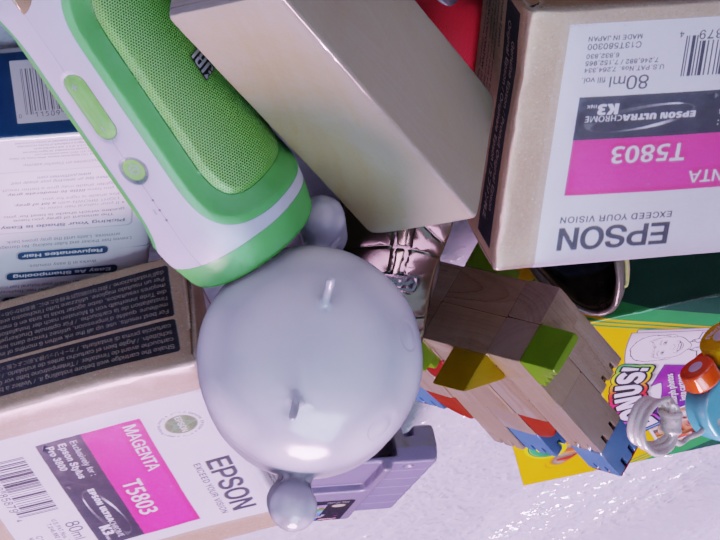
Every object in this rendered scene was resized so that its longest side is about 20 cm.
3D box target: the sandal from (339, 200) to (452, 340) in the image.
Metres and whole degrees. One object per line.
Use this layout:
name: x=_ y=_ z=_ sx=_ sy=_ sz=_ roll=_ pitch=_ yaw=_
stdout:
sandal: x=0.000 y=0.000 z=1.537 sx=0.081 sy=0.055 sz=0.201 roll=8 pitch=129 yaw=-11

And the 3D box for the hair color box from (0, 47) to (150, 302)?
hair color box: x=-0.166 y=-0.041 z=1.526 sx=0.100 sy=0.061 sz=0.200 roll=-5 pitch=148 yaw=-10

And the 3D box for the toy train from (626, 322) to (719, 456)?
toy train: x=0.203 y=0.011 z=1.640 sx=0.150 sy=0.201 sz=0.056 roll=11 pitch=180 yaw=-33

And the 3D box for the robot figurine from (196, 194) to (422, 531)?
robot figurine: x=-0.027 y=0.049 z=1.425 sx=0.112 sy=0.170 sz=0.200 roll=3 pitch=173 yaw=-2

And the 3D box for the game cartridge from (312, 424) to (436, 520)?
game cartridge: x=-0.060 y=0.140 z=1.852 sx=0.199 sy=0.039 sz=0.130 roll=-3 pitch=157 yaw=-15

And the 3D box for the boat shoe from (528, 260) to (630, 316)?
boat shoe: x=0.110 y=-0.044 z=1.604 sx=0.072 sy=0.060 sz=0.202 roll=-19 pitch=145 yaw=13

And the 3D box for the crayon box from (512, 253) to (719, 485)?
crayon box: x=0.171 y=0.056 z=1.790 sx=0.172 sy=0.058 sz=0.200 roll=-13 pitch=148 yaw=4

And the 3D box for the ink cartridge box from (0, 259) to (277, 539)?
ink cartridge box: x=-0.145 y=0.090 z=1.595 sx=0.164 sy=0.075 sz=0.200 roll=-15 pitch=145 yaw=7

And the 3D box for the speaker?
speaker: x=-0.105 y=-0.091 z=1.359 sx=0.088 sy=0.089 sz=0.200 roll=-25 pitch=112 yaw=22

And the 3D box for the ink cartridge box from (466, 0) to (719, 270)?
ink cartridge box: x=0.161 y=-0.091 z=1.480 sx=0.199 sy=0.075 sz=0.165 roll=-5 pitch=125 yaw=-14

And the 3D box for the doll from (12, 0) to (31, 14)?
doll: x=-0.093 y=-0.204 z=1.249 sx=0.200 sy=0.049 sz=0.137 roll=-35 pitch=133 yaw=2

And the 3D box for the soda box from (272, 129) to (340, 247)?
soda box: x=-0.054 y=-0.074 z=1.505 sx=0.068 sy=0.064 sz=0.200 roll=-19 pitch=148 yaw=11

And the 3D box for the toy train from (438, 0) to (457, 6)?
toy train: x=0.063 y=-0.211 z=1.241 sx=0.200 sy=0.114 sz=0.085 roll=-42 pitch=142 yaw=7

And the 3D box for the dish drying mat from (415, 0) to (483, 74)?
dish drying mat: x=0.073 y=-0.103 z=1.504 sx=0.199 sy=0.018 sz=0.077 roll=18 pitch=110 yaw=-28

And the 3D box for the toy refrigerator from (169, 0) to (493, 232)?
toy refrigerator: x=-0.013 y=-0.103 z=1.369 sx=0.070 sy=0.076 sz=0.200 roll=-8 pitch=146 yaw=29

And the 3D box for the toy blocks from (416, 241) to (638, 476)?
toy blocks: x=0.081 y=0.055 z=1.635 sx=0.200 sy=0.100 sz=0.137 roll=14 pitch=156 yaw=44
